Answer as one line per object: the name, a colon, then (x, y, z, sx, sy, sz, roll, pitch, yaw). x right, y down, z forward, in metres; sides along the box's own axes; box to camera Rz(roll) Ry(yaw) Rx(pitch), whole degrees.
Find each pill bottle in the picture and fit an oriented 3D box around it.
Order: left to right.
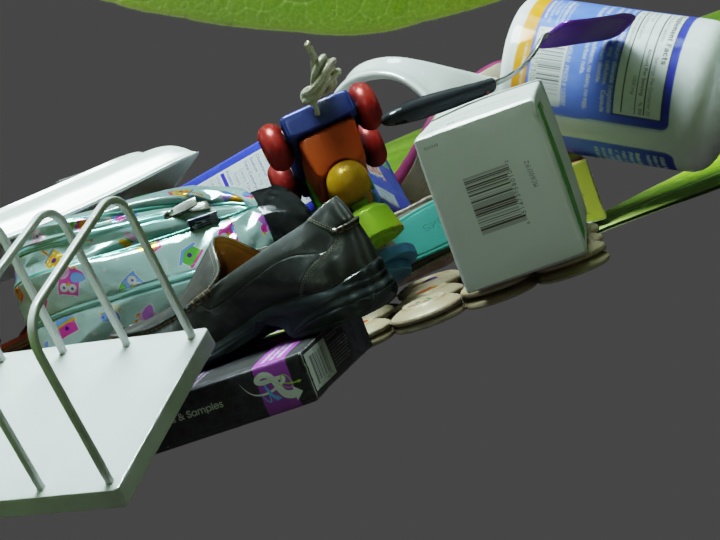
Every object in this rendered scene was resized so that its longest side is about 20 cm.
pill bottle: (0.210, -0.132, 1.600, 0.199, 0.112, 0.112, 10, 17, 19)

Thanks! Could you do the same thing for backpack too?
backpack: (-0.132, 0.010, 1.489, 0.199, 0.127, 0.167, -14, -12, -11)

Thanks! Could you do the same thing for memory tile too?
memory tile: (0.069, 0.011, 1.479, 0.199, 0.017, 0.153, -20, 6, 7)

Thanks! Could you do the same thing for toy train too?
toy train: (-0.010, -0.063, 1.475, 0.084, 0.116, 0.200, -25, -18, -5)

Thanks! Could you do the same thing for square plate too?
square plate: (-0.226, -0.033, 1.597, 0.200, 0.029, 0.198, -26, -4, -19)

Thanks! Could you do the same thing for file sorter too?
file sorter: (-0.214, 0.049, 1.249, 0.199, 0.125, 0.139, -8, 33, 28)

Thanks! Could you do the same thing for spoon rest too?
spoon rest: (0.070, -0.126, 1.708, 0.199, 0.061, 0.099, 10, 36, 18)

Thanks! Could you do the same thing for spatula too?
spatula: (0.100, -0.138, 1.502, 0.200, 0.021, 0.057, -27, -6, -20)

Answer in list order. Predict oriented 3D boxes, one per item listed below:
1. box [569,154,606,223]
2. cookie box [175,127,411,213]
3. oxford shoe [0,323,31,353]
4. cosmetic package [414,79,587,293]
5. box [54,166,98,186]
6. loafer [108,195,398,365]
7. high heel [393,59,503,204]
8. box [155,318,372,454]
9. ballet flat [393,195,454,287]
box: (0.139, -0.058, 1.695, 0.075, 0.050, 0.200, -19, 7, 4)
cookie box: (-0.076, -0.032, 1.688, 0.200, 0.075, 0.171, -29, -15, 11)
oxford shoe: (-0.248, 0.090, 1.591, 0.200, 0.073, 0.071, -42, -2, -20)
cosmetic package: (0.095, -0.059, 1.445, 0.085, 0.108, 0.200, -19, 7, 9)
box: (-0.211, -0.005, 1.858, 0.044, 0.161, 0.200, -19, 7, -7)
loafer: (-0.075, 0.012, 1.353, 0.199, 0.073, 0.073, -18, 7, 23)
high heel: (0.067, -0.090, 1.807, 0.200, 0.067, 0.096, -62, 10, 10)
box: (-0.103, 0.078, 1.368, 0.199, 0.036, 0.143, -20, 6, 16)
ballet flat: (0.000, 0.000, 1.649, 0.199, 0.068, 0.067, -17, -15, -26)
